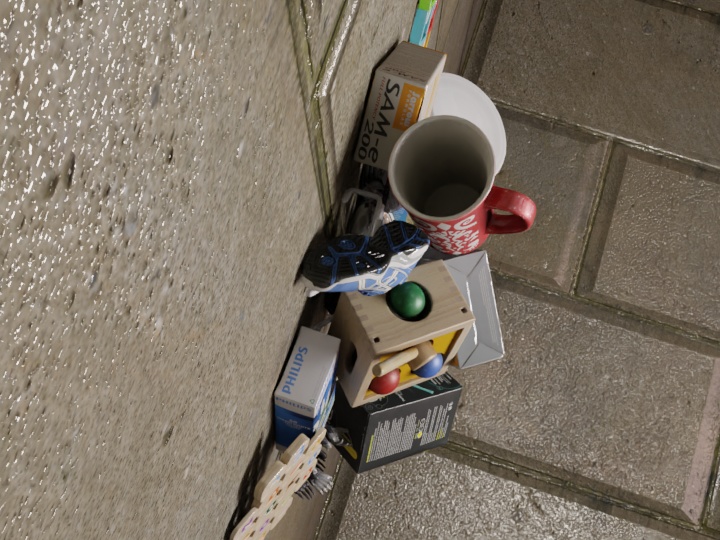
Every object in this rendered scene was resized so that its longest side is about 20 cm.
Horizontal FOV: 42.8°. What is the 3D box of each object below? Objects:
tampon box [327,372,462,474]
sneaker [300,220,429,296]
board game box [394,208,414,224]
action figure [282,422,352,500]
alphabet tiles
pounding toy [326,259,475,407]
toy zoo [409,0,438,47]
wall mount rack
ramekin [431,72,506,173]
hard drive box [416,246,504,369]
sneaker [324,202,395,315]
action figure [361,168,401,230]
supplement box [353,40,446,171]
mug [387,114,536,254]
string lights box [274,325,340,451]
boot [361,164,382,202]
[{"bbox_3d":[0.044,0.228,1.560,0.198,0.150,0.128,-9,124,-34],"label":"tampon box"},{"bbox_3d":[0.007,0.001,1.109,0.198,0.076,0.078,-15,135,-43],"label":"sneaker"},{"bbox_3d":[0.092,-0.099,1.638,0.045,0.150,0.202,-80,-176,-52],"label":"board game box"},{"bbox_3d":[-0.070,0.287,1.458,0.119,0.101,0.201,-56,168,-31],"label":"action figure"},{"bbox_3d":[-0.112,0.294,1.191,0.196,0.014,0.201,-45,161,-38],"label":"alphabet tiles"},{"bbox_3d":[0.049,0.094,1.216,0.143,0.182,0.201,62,-26,25],"label":"pounding toy"},{"bbox_3d":[0.099,-0.389,1.500,0.132,0.020,0.202,-65,171,-59],"label":"toy zoo"},{"bbox_3d":[-0.018,-0.004,1.230,0.201,0.073,0.176,98,7,-59],"label":"wall mount rack"},{"bbox_3d":[0.133,-0.215,1.512,0.094,0.200,0.205,-32,-146,58],"label":"ramekin"},{"bbox_3d":[0.125,0.048,1.371,0.200,0.076,0.159,-170,-111,-71],"label":"hard drive box"},{"bbox_3d":[0.000,0.000,1.393,0.116,0.075,0.203,-69,177,-52],"label":"sneaker"},{"bbox_3d":[0.083,-0.107,1.339,0.070,0.197,0.132,51,-51,44],"label":"action figure"},{"bbox_3d":[0.057,-0.227,1.255,0.200,0.072,0.128,-63,169,-64],"label":"supplement box"},{"bbox_3d":[0.127,-0.082,1.190,0.133,0.178,0.200,-39,162,-2],"label":"mug"},{"bbox_3d":[-0.073,0.170,1.237,0.201,0.058,0.104,98,11,-60],"label":"string lights box"},{"bbox_3d":[0.033,-0.153,1.430,0.132,0.067,0.202,-85,-174,-47],"label":"boot"}]
